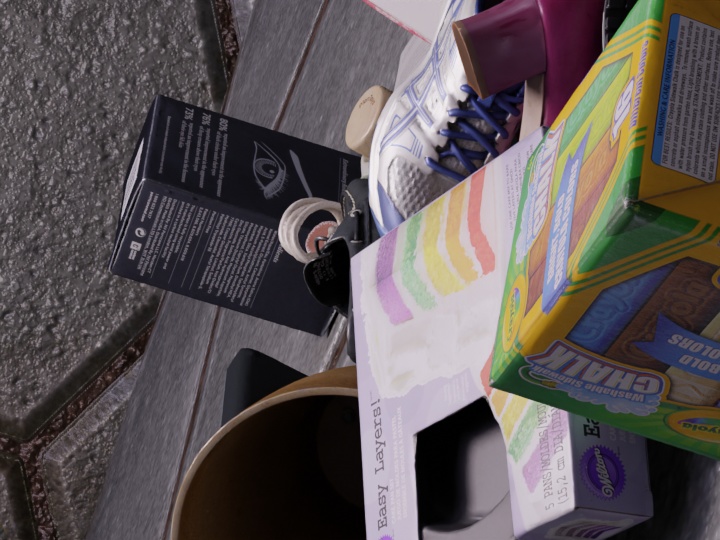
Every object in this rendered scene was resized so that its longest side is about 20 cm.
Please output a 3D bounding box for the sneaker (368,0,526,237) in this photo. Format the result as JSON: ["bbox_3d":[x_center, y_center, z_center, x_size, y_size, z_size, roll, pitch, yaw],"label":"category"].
[{"bbox_3d":[0.061,-0.099,1.324,0.088,0.075,0.201,167,121,-76],"label":"sneaker"}]

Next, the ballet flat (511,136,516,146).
[{"bbox_3d":[0.064,-0.038,1.394,0.069,0.069,0.201,141,120,-71],"label":"ballet flat"}]

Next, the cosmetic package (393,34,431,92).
[{"bbox_3d":[0.060,-0.072,1.613,0.108,0.084,0.201,130,154,-62],"label":"cosmetic package"}]

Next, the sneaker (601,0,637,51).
[{"bbox_3d":[0.144,-0.082,1.242,0.088,0.075,0.201,120,165,-71],"label":"sneaker"}]

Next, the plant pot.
[{"bbox_3d":[0.002,0.130,1.404,0.200,0.186,0.187,-59,-10,-74],"label":"plant pot"}]

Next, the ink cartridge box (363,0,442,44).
[{"bbox_3d":[0.090,-0.242,1.532,0.200,0.085,0.146,-39,-22,-55],"label":"ink cartridge box"}]

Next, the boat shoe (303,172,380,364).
[{"bbox_3d":[0.000,0.002,1.445,0.200,0.066,0.075,-112,9,-56],"label":"boat shoe"}]

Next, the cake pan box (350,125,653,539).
[{"bbox_3d":[0.064,0.056,1.191,0.184,0.052,0.201,-34,53,54],"label":"cake pan box"}]

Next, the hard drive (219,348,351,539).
[{"bbox_3d":[-0.026,0.138,1.555,0.033,0.139,0.200,-55,16,26],"label":"hard drive"}]

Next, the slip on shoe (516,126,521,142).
[{"bbox_3d":[0.124,-0.090,1.401,0.200,0.074,0.061,-169,62,-73],"label":"slip on shoe"}]

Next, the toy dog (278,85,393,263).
[{"bbox_3d":[0.015,-0.033,1.700,0.200,0.132,0.096,-56,10,-32],"label":"toy dog"}]

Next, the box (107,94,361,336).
[{"bbox_3d":[-0.104,-0.048,2.105,0.148,0.199,0.105,-87,18,-56],"label":"box"}]

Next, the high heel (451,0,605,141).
[{"bbox_3d":[0.121,-0.062,1.285,0.067,0.096,0.201,-118,6,-58],"label":"high heel"}]

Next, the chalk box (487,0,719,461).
[{"bbox_3d":[0.134,-0.008,1.025,0.200,0.123,0.125,123,162,-54],"label":"chalk box"}]
